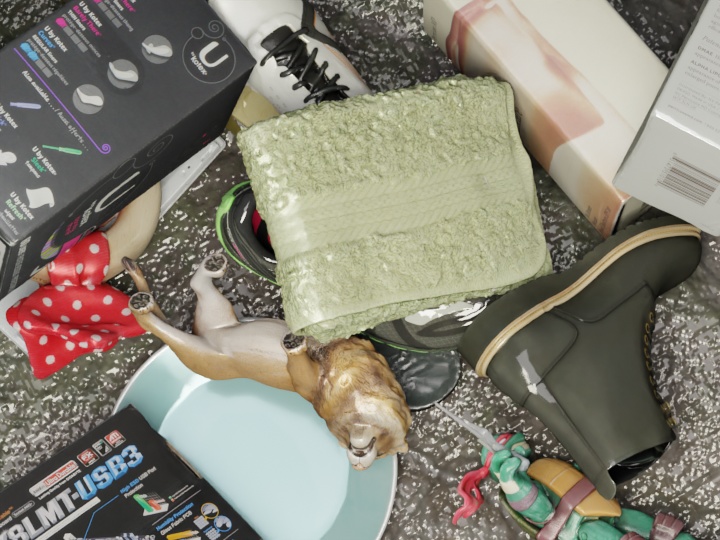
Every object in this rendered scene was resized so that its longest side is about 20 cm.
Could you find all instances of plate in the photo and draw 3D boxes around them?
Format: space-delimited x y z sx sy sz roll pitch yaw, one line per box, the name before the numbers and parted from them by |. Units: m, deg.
plate | -0.073 0.132 1.349 0.198 0.026 0.202 -1 77 3

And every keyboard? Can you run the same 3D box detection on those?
keyboard | -0.179 -0.032 1.401 0.056 0.011 0.200 40 83 16

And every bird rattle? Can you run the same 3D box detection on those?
bird rattle | -0.203 -0.038 1.353 0.200 0.113 0.163 38 66 13

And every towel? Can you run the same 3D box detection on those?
towel | 0.026 -0.044 1.260 0.199 0.036 0.150 -13 83 -29

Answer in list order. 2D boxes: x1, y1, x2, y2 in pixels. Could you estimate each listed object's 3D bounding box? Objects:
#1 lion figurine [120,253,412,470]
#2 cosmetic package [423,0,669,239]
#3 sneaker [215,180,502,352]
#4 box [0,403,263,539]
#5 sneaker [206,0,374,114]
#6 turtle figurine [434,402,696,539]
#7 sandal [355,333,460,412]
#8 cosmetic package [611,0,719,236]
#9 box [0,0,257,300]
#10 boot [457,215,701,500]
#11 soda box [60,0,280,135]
lion figurine | -0.060 0.054 1.313 0.199 0.123 0.073 22 64 25
cosmetic package | 0.136 -0.130 1.354 0.087 0.103 0.200 -38 77 -7
sneaker | 0.000 0.000 1.300 0.199 0.084 0.077 19 87 -3
box | -0.150 0.206 1.246 0.198 0.050 0.200 42 50 17
sneaker | -0.029 -0.122 1.313 0.074 0.080 0.200 -42 99 -8
turtle figurine | 0.143 0.140 1.300 0.199 0.101 0.149 35 40 21
sandal | -0.002 0.003 1.360 0.075 0.048 0.201 -39 78 -5
cosmetic package | 0.240 -0.136 1.250 0.081 0.113 0.201 26 68 3
box | -0.178 -0.091 1.268 0.200 0.122 0.106 -39 86 -22
boot | 0.175 0.056 1.291 0.199 0.078 0.138 -29 65 -29
soda box | -0.118 -0.164 1.397 0.200 0.064 0.068 37 83 10
